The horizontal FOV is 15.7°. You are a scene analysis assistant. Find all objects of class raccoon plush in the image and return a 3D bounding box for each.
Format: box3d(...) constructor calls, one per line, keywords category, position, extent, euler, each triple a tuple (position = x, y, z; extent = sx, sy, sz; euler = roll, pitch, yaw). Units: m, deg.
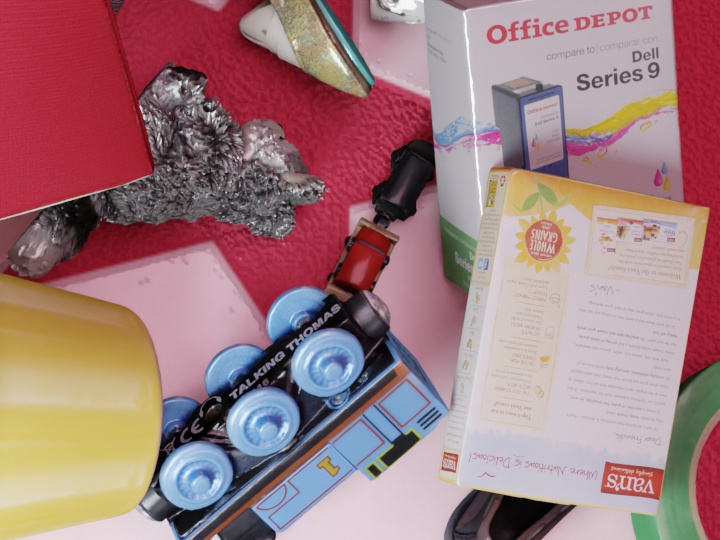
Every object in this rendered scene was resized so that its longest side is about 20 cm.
box3d(category="raccoon plush", position=(-0.118, -0.033, 1.648), extent=(0.134, 0.097, 0.200), euler=(41, 72, -7))

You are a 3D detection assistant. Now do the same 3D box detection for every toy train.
box3d(category="toy train", position=(-0.047, 0.099, 1.615), extent=(0.200, 0.087, 0.114), euler=(-41, 121, 4))
box3d(category="toy train", position=(0.000, 0.000, 1.691), extent=(0.034, 0.046, 0.200), euler=(29, 73, -6))

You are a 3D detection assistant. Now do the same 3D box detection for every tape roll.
box3d(category="tape roll", position=(0.279, 0.151, 1.727), extent=(0.200, 0.048, 0.201), euler=(3, 77, -14))

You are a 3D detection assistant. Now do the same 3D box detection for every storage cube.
box3d(category="storage cube", position=(-0.227, -0.137, 1.503), extent=(0.199, 0.171, 0.180), euler=(-16, 112, -5))

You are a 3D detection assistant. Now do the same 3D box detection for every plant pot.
box3d(category="plant pot", position=(-0.227, 0.083, 1.549), extent=(0.188, 0.201, 0.202), euler=(3, 77, -28))

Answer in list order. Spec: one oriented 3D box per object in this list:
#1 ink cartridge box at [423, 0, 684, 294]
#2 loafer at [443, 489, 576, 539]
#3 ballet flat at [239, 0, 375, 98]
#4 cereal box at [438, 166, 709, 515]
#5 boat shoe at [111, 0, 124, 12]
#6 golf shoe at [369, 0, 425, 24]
box3d(category="ink cartridge box", position=(0.125, -0.091, 1.681), extent=(0.145, 0.087, 0.201), euler=(-10, 107, -16))
box3d(category="loafer", position=(0.135, 0.119, 1.690), extent=(0.072, 0.063, 0.200), euler=(43, 72, -2))
box3d(category="ballet flat", position=(-0.062, -0.190, 1.715), extent=(0.071, 0.071, 0.201), euler=(-27, 86, -18))
box3d(category="cereal box", position=(0.134, 0.045, 1.634), extent=(0.143, 0.040, 0.201), euler=(11, 89, -21))
box3d(category="boat shoe", position=(-0.228, -0.230, 1.677), extent=(0.057, 0.069, 0.200), euler=(-44, 75, 25))
box3d(category="golf shoe", position=(0.056, -0.186, 1.746), extent=(0.097, 0.078, 0.200), euler=(-41, 88, 3))
